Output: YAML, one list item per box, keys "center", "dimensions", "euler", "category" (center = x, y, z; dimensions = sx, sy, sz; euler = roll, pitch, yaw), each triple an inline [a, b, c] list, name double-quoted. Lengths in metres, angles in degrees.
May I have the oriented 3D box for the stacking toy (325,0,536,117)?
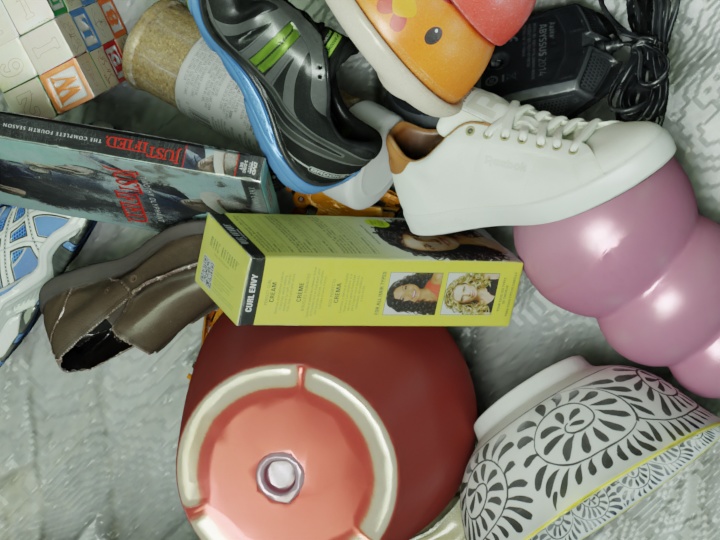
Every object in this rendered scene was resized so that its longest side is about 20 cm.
- center: [0.078, -0.202, 1.524]
  dimensions: [0.200, 0.146, 0.146]
  euler: [-37, 93, 15]
  category: "stacking toy"

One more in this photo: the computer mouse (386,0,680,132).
- center: [0.115, -0.119, 1.661]
  dimensions: [0.199, 0.139, 0.053]
  euler: [-8, 139, 22]
  category: "computer mouse"

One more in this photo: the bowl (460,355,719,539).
- center: [0.134, 0.119, 1.677]
  dimensions: [0.200, 0.200, 0.094]
  euler: [-38, 76, 19]
  category: "bowl"

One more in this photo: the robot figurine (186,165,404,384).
- center: [-0.037, 0.009, 1.747]
  dimensions: [0.144, 0.058, 0.201]
  euler: [27, 109, 5]
  category: "robot figurine"

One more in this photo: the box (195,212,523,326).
- center: [0.000, 0.000, 1.630]
  dimensions: [0.199, 0.075, 0.050]
  euler: [0, 113, -29]
  category: "box"

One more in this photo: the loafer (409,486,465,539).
- center: [0.001, 0.193, 1.775]
  dimensions: [0.199, 0.076, 0.069]
  euler: [-27, 103, 18]
  category: "loafer"

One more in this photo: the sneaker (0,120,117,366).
- center: [-0.233, -0.025, 1.774]
  dimensions: [0.077, 0.076, 0.200]
  euler: [34, 108, -2]
  category: "sneaker"

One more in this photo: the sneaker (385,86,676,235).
- center: [0.097, -0.076, 1.577]
  dimensions: [0.199, 0.073, 0.085]
  euler: [-10, 112, 35]
  category: "sneaker"

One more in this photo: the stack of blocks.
- center: [-0.229, -0.204, 1.708]
  dimensions: [0.058, 0.115, 0.201]
  euler: [-23, 97, 17]
  category: "stack of blocks"

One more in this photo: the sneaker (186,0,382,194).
- center: [-0.047, -0.143, 1.570]
  dimensions: [0.082, 0.071, 0.200]
  euler: [-19, 114, 21]
  category: "sneaker"

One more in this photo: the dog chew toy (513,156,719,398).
- center: [0.195, 0.004, 1.664]
  dimensions: [0.200, 0.125, 0.124]
  euler: [44, 109, -9]
  category: "dog chew toy"

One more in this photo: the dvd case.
- center: [-0.152, -0.058, 1.650]
  dimensions: [0.198, 0.146, 0.022]
  euler: [9, 74, 5]
  category: "dvd case"

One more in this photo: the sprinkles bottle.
- center: [-0.065, -0.112, 1.686]
  dimensions: [0.199, 0.068, 0.069]
  euler: [29, 110, 25]
  category: "sprinkles bottle"

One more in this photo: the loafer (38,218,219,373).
- center: [-0.130, 0.024, 1.698]
  dimensions: [0.199, 0.073, 0.071]
  euler: [-21, 59, 35]
  category: "loafer"

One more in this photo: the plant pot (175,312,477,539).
- center: [-0.032, 0.110, 1.641]
  dimensions: [0.199, 0.177, 0.202]
  euler: [2, 101, 10]
  category: "plant pot"
